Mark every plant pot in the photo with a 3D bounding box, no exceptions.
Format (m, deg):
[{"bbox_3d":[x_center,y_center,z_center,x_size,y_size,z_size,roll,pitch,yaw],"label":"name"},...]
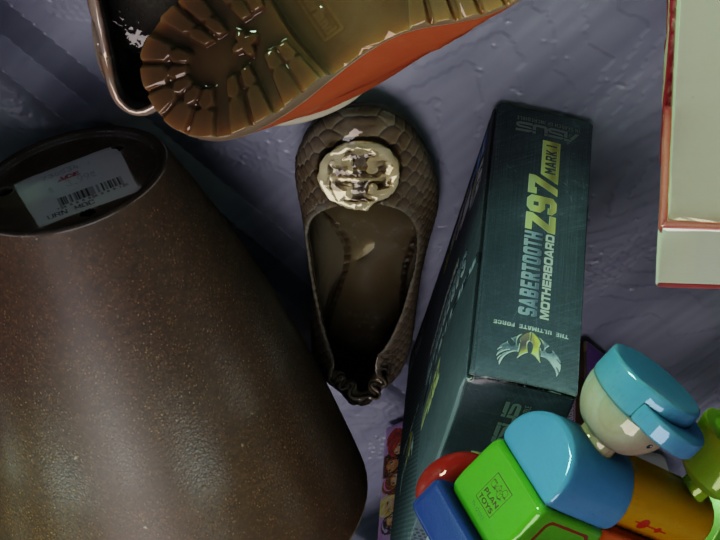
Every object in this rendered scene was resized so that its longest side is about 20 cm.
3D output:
[{"bbox_3d":[-0.108,0.041,0.960,0.187,0.187,0.200,-5,123,14],"label":"plant pot"}]

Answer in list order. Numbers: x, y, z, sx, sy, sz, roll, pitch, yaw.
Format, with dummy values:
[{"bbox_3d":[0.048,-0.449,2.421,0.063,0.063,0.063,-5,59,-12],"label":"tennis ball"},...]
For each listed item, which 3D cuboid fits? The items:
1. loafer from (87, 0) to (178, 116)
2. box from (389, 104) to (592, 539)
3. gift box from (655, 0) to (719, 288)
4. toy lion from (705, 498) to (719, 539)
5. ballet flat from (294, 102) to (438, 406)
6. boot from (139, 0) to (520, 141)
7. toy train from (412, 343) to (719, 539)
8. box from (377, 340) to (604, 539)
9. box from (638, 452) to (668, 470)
[{"bbox_3d":[-0.084,-0.146,0.804,0.072,0.063,0.200,5,140,4],"label":"loafer"},{"bbox_3d":[0.056,0.048,0.938,0.051,0.158,0.200,10,141,-4],"label":"box"},{"bbox_3d":[0.204,-0.087,0.736,0.200,0.185,0.187,7,138,10],"label":"gift box"},{"bbox_3d":[0.208,0.080,0.944,0.069,0.200,0.192,36,154,35],"label":"toy lion"},{"bbox_3d":[0.000,0.000,0.975,0.067,0.046,0.200,6,140,1],"label":"ballet flat"},{"bbox_3d":[0.013,-0.116,0.826,0.200,0.075,0.107,-26,174,9],"label":"boot"},{"bbox_3d":[0.126,0.105,0.844,0.200,0.085,0.116,26,114,-42],"label":"toy train"},{"bbox_3d":[0.068,0.146,1.017,0.137,0.200,0.039,-27,131,34],"label":"box"},{"bbox_3d":[0.078,0.164,1.123,0.200,0.068,0.082,-31,150,36],"label":"box"}]
